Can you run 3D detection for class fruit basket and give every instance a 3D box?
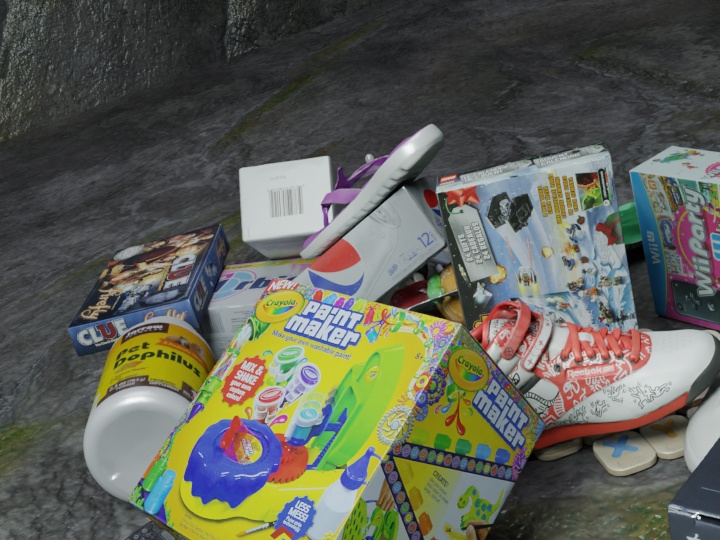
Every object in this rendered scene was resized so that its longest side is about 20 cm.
[{"bbox_3d":[0.083,0.021,1.047,0.197,0.095,0.185,-16,-7,12],"label":"fruit basket"}]

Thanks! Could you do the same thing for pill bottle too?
[{"bbox_3d":[-0.185,0.116,1.022,0.107,0.111,0.200,-15,21,0],"label":"pill bottle"}]

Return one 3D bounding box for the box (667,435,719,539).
[{"bbox_3d":[0.289,0.139,0.651,0.146,0.106,0.199,6,30,43],"label":"box"}]

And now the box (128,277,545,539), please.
[{"bbox_3d":[-0.018,0.130,0.756,0.198,0.122,0.194,11,62,48],"label":"box"}]

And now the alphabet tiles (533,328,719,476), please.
[{"bbox_3d":[0.223,0.099,0.920,0.197,0.015,0.196,-18,21,-4],"label":"alphabet tiles"}]

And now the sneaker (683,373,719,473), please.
[{"bbox_3d":[0.288,0.075,0.817,0.074,0.090,0.200,14,38,27],"label":"sneaker"}]

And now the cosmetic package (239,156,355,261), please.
[{"bbox_3d":[-0.057,-0.055,1.259,0.105,0.087,0.200,-7,-11,10],"label":"cosmetic package"}]

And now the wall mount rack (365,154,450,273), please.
[{"bbox_3d":[0.082,-0.051,1.218,0.171,0.076,0.200,18,15,-16],"label":"wall mount rack"}]

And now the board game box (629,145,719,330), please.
[{"bbox_3d":[0.333,-0.018,0.951,0.064,0.150,0.199,-28,24,-26],"label":"board game box"}]

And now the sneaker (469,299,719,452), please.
[{"bbox_3d":[0.160,0.065,0.837,0.199,0.109,0.068,-23,26,27],"label":"sneaker"}]

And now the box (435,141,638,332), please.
[{"bbox_3d":[0.145,0.012,0.889,0.134,0.203,0.040,-10,21,10],"label":"box"}]

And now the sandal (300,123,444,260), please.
[{"bbox_3d":[0.004,-0.077,0.998,0.082,0.050,0.202,-33,-5,-46],"label":"sandal"}]

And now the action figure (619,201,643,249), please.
[{"bbox_3d":[0.300,-0.044,1.165,0.196,0.056,0.118,-12,19,-12],"label":"action figure"}]

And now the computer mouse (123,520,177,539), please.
[{"bbox_3d":[-0.194,0.249,0.823,0.199,0.034,0.058,-34,44,-28],"label":"computer mouse"}]

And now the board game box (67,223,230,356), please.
[{"bbox_3d":[-0.222,0.017,1.211,0.133,0.035,0.201,-14,23,9],"label":"board game box"}]

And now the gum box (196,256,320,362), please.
[{"bbox_3d":[-0.129,0.044,1.220,0.197,0.067,0.114,-5,24,25],"label":"gum box"}]

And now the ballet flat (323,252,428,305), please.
[{"bbox_3d":[0.025,0.013,1.149,0.068,0.069,0.199,-40,-27,17],"label":"ballet flat"}]

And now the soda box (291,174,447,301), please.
[{"bbox_3d":[0.000,0.000,1.019,0.199,0.064,0.068,-39,-4,29],"label":"soda box"}]
